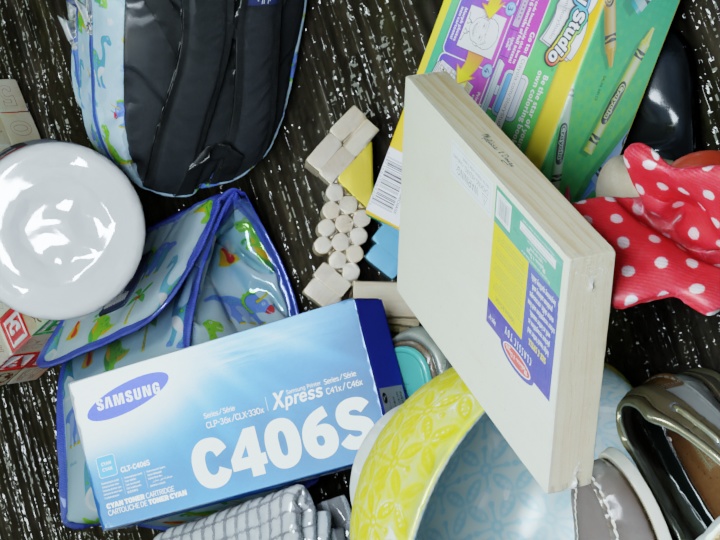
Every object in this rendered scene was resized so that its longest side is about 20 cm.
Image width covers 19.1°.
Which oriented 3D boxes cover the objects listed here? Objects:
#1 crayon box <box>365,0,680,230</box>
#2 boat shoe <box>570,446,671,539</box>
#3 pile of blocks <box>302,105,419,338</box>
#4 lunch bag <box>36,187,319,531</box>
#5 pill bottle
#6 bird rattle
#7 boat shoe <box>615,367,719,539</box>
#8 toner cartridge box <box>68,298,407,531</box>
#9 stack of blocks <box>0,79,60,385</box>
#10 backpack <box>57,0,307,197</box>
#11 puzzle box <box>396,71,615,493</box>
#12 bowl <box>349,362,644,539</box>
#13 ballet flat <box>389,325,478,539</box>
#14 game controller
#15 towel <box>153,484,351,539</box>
[{"bbox_3d":[0.091,-0.099,1.185,0.119,0.058,0.201,29,102,45],"label":"crayon box"},{"bbox_3d":[0.140,0.194,1.171,0.072,0.059,0.201,-138,33,-63],"label":"boat shoe"},{"bbox_3d":[0.000,0.000,1.342,0.062,0.082,0.201,158,116,-87],"label":"pile of blocks"},{"bbox_3d":[-0.124,0.061,1.425,0.170,0.127,0.201,-22,66,47],"label":"lunch bag"},{"bbox_3d":[-0.202,-0.030,1.393,0.200,0.110,0.111,-159,66,-78],"label":"pill bottle"},{"bbox_3d":[0.181,-0.016,1.068,0.163,0.199,0.113,-141,57,-63],"label":"bird rattle"},{"bbox_3d":[0.202,0.143,1.140,0.200,0.068,0.075,56,129,24],"label":"boat shoe"},{"bbox_3d":[-0.072,0.087,1.280,0.199,0.043,0.095,-18,81,22],"label":"toner cartridge box"},{"bbox_3d":[-0.272,-0.028,1.597,0.115,0.058,0.200,-39,68,41],"label":"stack of blocks"},{"bbox_3d":[-0.112,-0.148,1.369,0.154,0.163,0.201,18,118,50],"label":"backpack"},{"bbox_3d":[0.067,0.002,1.069,0.200,0.025,0.133,-125,32,-52],"label":"puzzle box"},{"bbox_3d":[0.059,0.127,1.190,0.108,0.200,0.201,21,110,43],"label":"bowl"},{"bbox_3d":[0.054,0.131,1.290,0.067,0.064,0.201,1,98,42],"label":"ballet flat"},{"bbox_3d":[0.110,-0.081,1.234,0.200,0.042,0.105,-4,78,45],"label":"game controller"},{"bbox_3d":[-0.055,0.244,1.316,0.165,0.085,0.201,-26,61,45],"label":"towel"}]
